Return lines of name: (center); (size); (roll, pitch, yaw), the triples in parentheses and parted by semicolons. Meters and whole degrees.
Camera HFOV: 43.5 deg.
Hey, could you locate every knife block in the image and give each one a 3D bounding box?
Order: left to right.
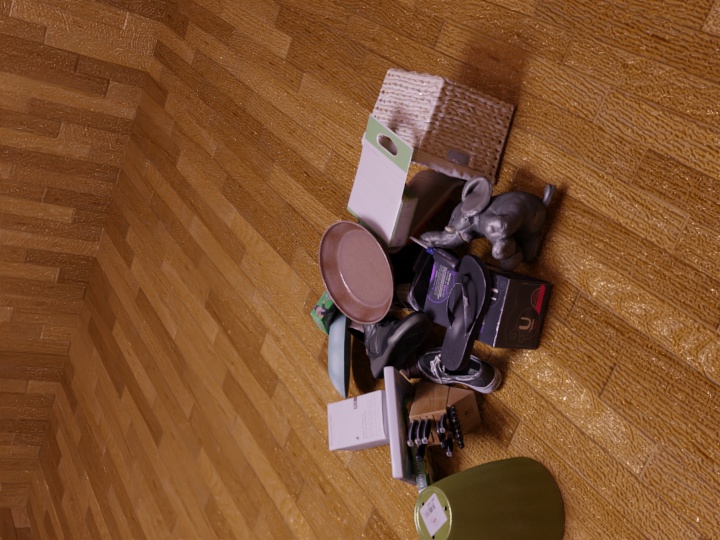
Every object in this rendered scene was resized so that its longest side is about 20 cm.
knife block: (0.118, 0.272, 1.610); (0.200, 0.175, 0.064); (4, 113, 56)

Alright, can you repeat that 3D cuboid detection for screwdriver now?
screwdriver: (0.110, -0.043, 1.616); (0.200, 0.028, 0.029); (29, 100, 45)

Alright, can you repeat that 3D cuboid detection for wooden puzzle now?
wooden puzzle: (0.098, -0.113, 1.753); (0.200, 0.037, 0.185); (-44, 22, -5)

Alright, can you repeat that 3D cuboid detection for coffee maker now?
coffee maker: (0.095, -0.007, 1.747); (0.200, 0.134, 0.193); (-1, 81, 55)

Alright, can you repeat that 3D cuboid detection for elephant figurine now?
elephant figurine: (0.218, -0.094, 1.582); (0.200, 0.155, 0.142); (33, 136, 47)

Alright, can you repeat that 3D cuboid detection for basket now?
basket: (0.144, -0.267, 1.683); (0.200, 0.198, 0.161); (26, 100, 55)

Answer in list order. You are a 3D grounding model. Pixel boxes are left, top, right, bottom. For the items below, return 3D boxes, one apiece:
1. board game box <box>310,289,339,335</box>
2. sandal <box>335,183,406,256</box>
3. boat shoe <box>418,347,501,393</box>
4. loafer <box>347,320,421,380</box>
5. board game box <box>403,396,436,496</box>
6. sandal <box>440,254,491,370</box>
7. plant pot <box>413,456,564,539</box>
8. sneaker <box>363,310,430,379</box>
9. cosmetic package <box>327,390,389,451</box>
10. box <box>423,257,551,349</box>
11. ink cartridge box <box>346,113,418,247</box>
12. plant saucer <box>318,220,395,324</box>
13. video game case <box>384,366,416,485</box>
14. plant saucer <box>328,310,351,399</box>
board game box: (-0.049, 0.059, 1.885); (0.135, 0.029, 0.200); (-56, -9, -10)
sandal: (0.016, -0.111, 1.758); (0.201, 0.057, 0.080); (-47, 22, -10)
boat shoe: (0.165, 0.174, 1.647); (0.199, 0.068, 0.074); (19, 77, 55)
loafer: (0.046, 0.158, 1.800); (0.200, 0.071, 0.073); (41, 153, 38)
board game box: (0.115, 0.343, 1.675); (0.023, 0.105, 0.201); (-14, 69, 14)
sandal: (0.171, 0.072, 1.512); (0.076, 0.043, 0.201); (21, 102, 54)
plant pot: (0.191, 0.396, 1.460); (0.187, 0.200, 0.188); (-17, 69, 53)
sneaker: (0.059, 0.110, 1.680); (0.114, 0.076, 0.200); (68, 151, 25)
cosmetic package: (0.014, 0.310, 1.849); (0.200, 0.074, 0.102); (-26, 62, 49)
box: (0.218, 0.053, 1.579); (0.200, 0.106, 0.123); (23, 103, 55)
ink cartridge box: (0.048, -0.163, 1.628); (0.146, 0.048, 0.200); (46, 131, 41)
plant saucer: (0.000, 0.000, 1.683); (0.200, 0.037, 0.201); (23, 124, 40)
video game case: (0.081, 0.295, 1.689); (0.022, 0.182, 0.201); (-8, 71, 12)
plant saucer: (-0.044, 0.168, 1.892); (0.201, 0.039, 0.202); (2, -90, -87)
